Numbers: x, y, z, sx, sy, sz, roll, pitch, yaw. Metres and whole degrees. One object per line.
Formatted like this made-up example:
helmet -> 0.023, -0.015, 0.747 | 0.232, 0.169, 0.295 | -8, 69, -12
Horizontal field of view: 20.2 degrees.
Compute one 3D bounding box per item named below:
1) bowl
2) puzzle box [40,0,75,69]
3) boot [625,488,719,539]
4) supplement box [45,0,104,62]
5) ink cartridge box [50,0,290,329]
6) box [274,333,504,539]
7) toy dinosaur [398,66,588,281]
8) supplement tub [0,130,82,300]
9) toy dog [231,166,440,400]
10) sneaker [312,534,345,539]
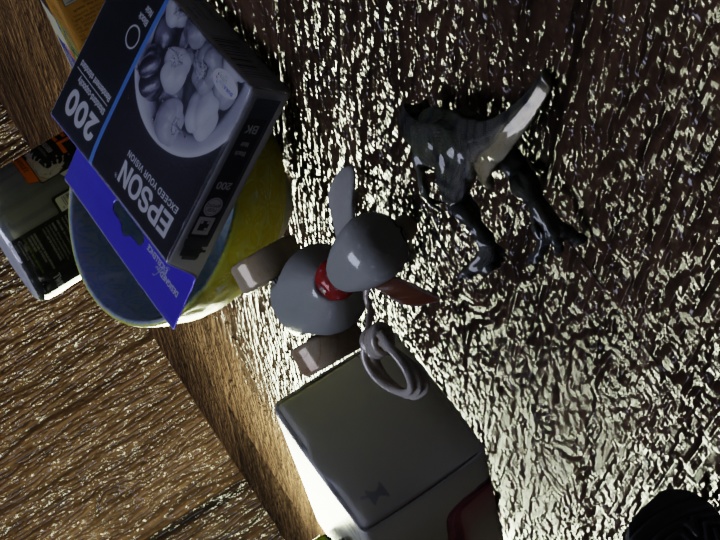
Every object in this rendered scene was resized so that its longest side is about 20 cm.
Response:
bowl -> -0.116, -0.054, 1.505 | 0.108, 0.200, 0.200 | 6, -146, -44
puzzle box -> -0.258, -0.186, 2.080 | 0.200, 0.025, 0.133 | 52, 168, 33
boot -> 0.188, 0.216, 1.031 | 0.200, 0.066, 0.165 | 83, 161, -61
supplement box -> -0.226, -0.225, 1.703 | 0.067, 0.069, 0.200 | 51, 170, 44
ink cartridge box -> -0.148, -0.095, 1.430 | 0.043, 0.200, 0.198 | 6, -149, -41
box -> 0.027, 0.162, 1.520 | 0.128, 0.109, 0.200 | 52, 168, 30
toy dinosaur -> 0.060, -0.044, 0.950 | 0.088, 0.047, 0.200 | 66, 166, -7
supplement tub -> -0.231, -0.072, 1.795 | 0.123, 0.200, 0.123 | 54, 168, 17
toy dog -> 0.000, 0.000, 1.303 | 0.200, 0.096, 0.132 | 7, 126, 58
sneaker -> -0.032, 0.250, 1.521 | 0.074, 0.081, 0.200 | 56, 169, 2
